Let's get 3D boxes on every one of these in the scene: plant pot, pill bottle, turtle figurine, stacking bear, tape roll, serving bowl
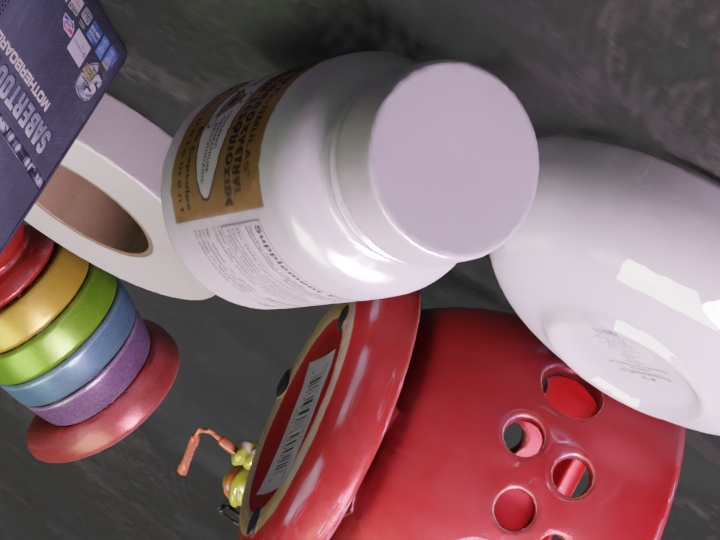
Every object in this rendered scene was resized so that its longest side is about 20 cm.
[{"bbox_3d":[0.047,0.110,1.416,0.182,0.201,0.200,25,163,-12],"label":"plant pot"},{"bbox_3d":[-0.005,-0.043,1.283,0.114,0.115,0.200,39,160,-21],"label":"pill bottle"},{"bbox_3d":[-0.035,0.170,1.948,0.161,0.065,0.200,15,147,23],"label":"turtle figurine"},{"bbox_3d":[-0.220,0.018,1.800,0.200,0.122,0.114,50,157,-26],"label":"stacking bear"},{"bbox_3d":[-0.159,-0.054,1.621,0.202,0.037,0.203,28,161,11],"label":"tape roll"},{"bbox_3d":[0.140,0.021,1.293,0.199,0.066,0.200,29,160,11],"label":"serving bowl"}]

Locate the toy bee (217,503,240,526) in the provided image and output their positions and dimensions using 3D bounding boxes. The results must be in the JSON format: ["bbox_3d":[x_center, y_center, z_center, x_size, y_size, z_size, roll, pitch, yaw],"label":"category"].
[{"bbox_3d":[-0.060,0.258,2.142,0.131,0.109,0.200,35,161,-14],"label":"toy bee"}]

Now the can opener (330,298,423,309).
[{"bbox_3d":[0.000,0.000,1.511,0.067,0.053,0.200,59,173,25],"label":"can opener"}]

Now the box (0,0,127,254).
[{"bbox_3d":[-0.204,-0.107,1.368,0.051,0.158,0.200,22,158,28],"label":"box"}]
